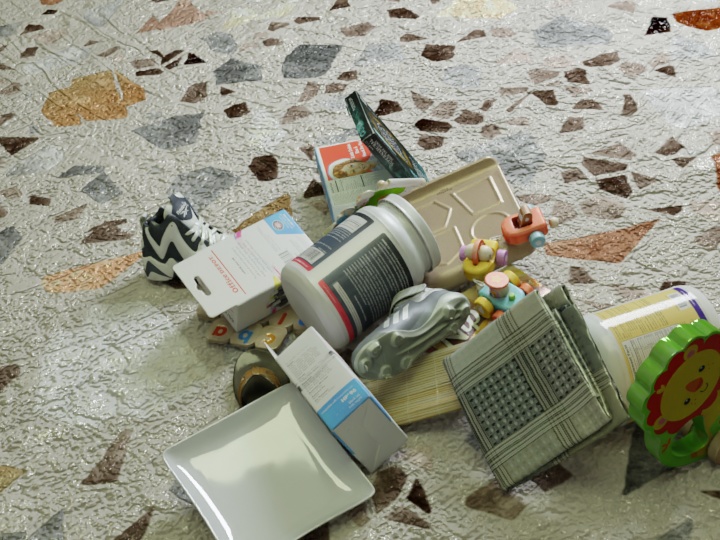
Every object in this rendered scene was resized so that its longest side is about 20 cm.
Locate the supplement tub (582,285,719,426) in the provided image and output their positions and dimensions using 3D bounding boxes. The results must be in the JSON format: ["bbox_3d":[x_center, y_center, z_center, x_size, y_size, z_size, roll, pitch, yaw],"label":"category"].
[{"bbox_3d":[0.347,0.113,1.531,0.198,0.147,0.146,-17,38,-11],"label":"supplement tub"}]

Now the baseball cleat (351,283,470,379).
[{"bbox_3d":[0.052,0.081,1.611,0.198,0.071,0.106,-24,29,-30],"label":"baseball cleat"}]

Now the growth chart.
[{"bbox_3d":[0.007,-0.082,1.792,0.144,0.200,0.018,-16,71,-49],"label":"growth chart"}]

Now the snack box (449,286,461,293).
[{"bbox_3d":[0.050,0.016,1.804,0.199,0.025,0.072,23,48,33],"label":"snack box"}]

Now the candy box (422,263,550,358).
[{"bbox_3d":[0.175,0.078,1.678,0.199,0.056,0.115,-30,43,-25],"label":"candy box"}]

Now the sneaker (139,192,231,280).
[{"bbox_3d":[-0.249,-0.060,1.854,0.196,0.131,0.080,-1,30,17],"label":"sneaker"}]

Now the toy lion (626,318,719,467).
[{"bbox_3d":[0.382,0.146,1.410,0.190,0.202,0.069,-10,35,-32],"label":"toy lion"}]

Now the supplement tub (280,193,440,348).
[{"bbox_3d":[0.000,0.000,1.697,0.199,0.141,0.140,-37,45,-15],"label":"supplement tub"}]

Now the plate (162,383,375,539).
[{"bbox_3d":[-0.114,0.256,1.496,0.198,0.033,0.200,-27,55,-23],"label":"plate"}]

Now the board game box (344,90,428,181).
[{"bbox_3d":[0.053,-0.181,1.926,0.028,0.200,0.136,-35,36,13],"label":"board game box"}]

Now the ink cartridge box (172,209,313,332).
[{"bbox_3d":[-0.163,0.008,1.771,0.199,0.068,0.115,-28,59,-25],"label":"ink cartridge box"}]

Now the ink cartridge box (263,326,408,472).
[{"bbox_3d":[-0.035,0.153,1.559,0.068,0.116,0.200,-41,44,-3],"label":"ink cartridge box"}]

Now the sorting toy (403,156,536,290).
[{"bbox_3d":[0.150,-0.064,1.804,0.183,0.037,0.201,-23,48,5],"label":"sorting toy"}]

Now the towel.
[{"bbox_3d":[0.207,0.140,1.469,0.199,0.034,0.194,-37,61,25],"label":"towel"}]

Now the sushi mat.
[{"bbox_3d":[0.100,0.145,1.577,0.198,0.012,0.097,-18,49,16],"label":"sushi mat"}]

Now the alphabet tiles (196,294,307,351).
[{"bbox_3d":[-0.139,0.050,1.802,0.197,0.015,0.196,8,40,19],"label":"alphabet tiles"}]

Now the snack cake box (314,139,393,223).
[{"bbox_3d":[-0.003,-0.136,1.966,0.113,0.068,0.201,-12,35,-3],"label":"snack cake box"}]

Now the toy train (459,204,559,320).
[{"bbox_3d":[0.211,-0.017,1.670,0.148,0.056,0.202,-14,47,7],"label":"toy train"}]

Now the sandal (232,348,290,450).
[{"bbox_3d":[-0.138,0.170,1.615,0.081,0.055,0.201,-5,39,5],"label":"sandal"}]
